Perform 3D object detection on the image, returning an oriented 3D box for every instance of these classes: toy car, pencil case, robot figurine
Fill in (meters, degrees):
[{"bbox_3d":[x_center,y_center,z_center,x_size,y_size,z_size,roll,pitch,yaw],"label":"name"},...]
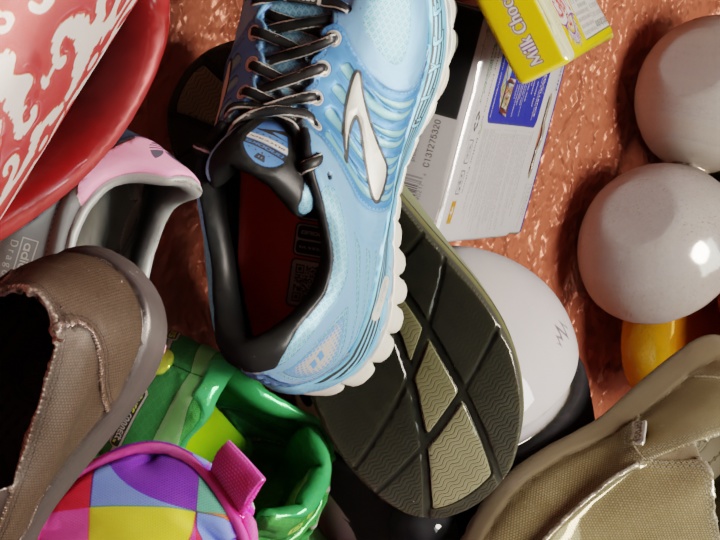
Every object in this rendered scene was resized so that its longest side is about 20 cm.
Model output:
[{"bbox_3d":[0.209,-0.019,1.398,0.175,0.150,0.200,46,60,-51],"label":"toy car"},{"bbox_3d":[-0.070,0.140,1.021,0.088,0.088,0.200,-58,164,-30],"label":"pencil case"},{"bbox_3d":[0.038,0.086,1.195,0.125,0.150,0.200,-27,124,-23],"label":"robot figurine"}]

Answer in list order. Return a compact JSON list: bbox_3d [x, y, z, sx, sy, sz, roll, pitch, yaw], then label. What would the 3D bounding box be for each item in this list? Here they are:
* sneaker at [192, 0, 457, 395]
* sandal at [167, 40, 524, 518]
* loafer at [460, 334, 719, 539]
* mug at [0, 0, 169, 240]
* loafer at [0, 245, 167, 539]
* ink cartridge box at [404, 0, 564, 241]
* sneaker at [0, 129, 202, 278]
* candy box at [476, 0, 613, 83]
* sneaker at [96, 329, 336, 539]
[{"bbox_3d":[-0.017,-0.053,1.014,0.090,0.078,0.200,-4,97,-69],"label":"sneaker"},{"bbox_3d":[0.000,-0.001,1.093,0.201,0.080,0.057,60,10,3],"label":"sandal"},{"bbox_3d":[0.109,0.097,1.127,0.200,0.067,0.076,-43,132,-28],"label":"loafer"},{"bbox_3d":[-0.124,-0.071,0.886,0.177,0.133,0.200,38,69,-32],"label":"mug"},{"bbox_3d":[-0.143,0.075,0.919,0.200,0.073,0.071,-60,158,5],"label":"loafer"},{"bbox_3d":[0.050,-0.062,1.209,0.200,0.037,0.095,-4,109,-75],"label":"ink cartridge box"},{"bbox_3d":[-0.113,0.043,0.985,0.070,0.082,0.200,19,82,-58],"label":"sneaker"},{"bbox_3d":[0.062,-0.130,1.148,0.102,0.026,0.200,65,12,-2],"label":"candy box"},{"bbox_3d":[-0.047,0.094,1.099,0.074,0.084,0.200,-63,144,-25],"label":"sneaker"}]
